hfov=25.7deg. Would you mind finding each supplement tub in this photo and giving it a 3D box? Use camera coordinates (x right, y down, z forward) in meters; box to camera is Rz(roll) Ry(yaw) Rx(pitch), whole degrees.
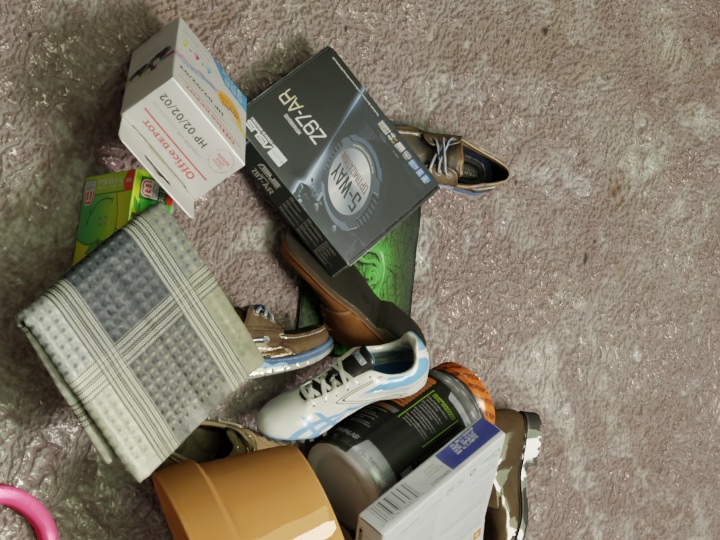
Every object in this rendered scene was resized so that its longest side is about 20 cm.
[{"bbox_3d":[0.049,0.189,1.733,0.199,0.122,0.123,-32,107,-34],"label":"supplement tub"}]

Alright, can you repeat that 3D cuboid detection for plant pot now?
[{"bbox_3d":[-0.101,0.260,1.537,0.139,0.200,0.202,-24,104,-15],"label":"plant pot"}]

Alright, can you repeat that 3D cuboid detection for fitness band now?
[{"bbox_3d":[-0.353,0.297,1.464,0.143,0.037,0.201,36,66,-31],"label":"fitness band"}]

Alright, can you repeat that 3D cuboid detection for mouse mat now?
[{"bbox_3d":[0.000,0.000,1.775,0.160,0.008,0.202,10,83,-38],"label":"mouse mat"}]

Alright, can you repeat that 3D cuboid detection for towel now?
[{"bbox_3d":[-0.202,0.067,1.473,0.193,0.034,0.201,-44,111,-34],"label":"towel"}]

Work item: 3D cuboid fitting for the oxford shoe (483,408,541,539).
[{"bbox_3d":[0.153,0.261,1.857,0.084,0.073,0.202,11,79,-21],"label":"oxford shoe"}]

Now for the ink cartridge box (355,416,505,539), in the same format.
[{"bbox_3d":[0.067,0.278,1.683,0.199,0.040,0.201,-34,145,-35],"label":"ink cartridge box"}]

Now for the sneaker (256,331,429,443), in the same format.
[{"bbox_3d":[-0.020,0.119,1.655,0.199,0.072,0.073,-22,130,-15],"label":"sneaker"}]

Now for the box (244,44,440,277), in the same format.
[{"bbox_3d":[-0.032,-0.118,1.693,0.160,0.043,0.200,-40,93,-32],"label":"box"}]

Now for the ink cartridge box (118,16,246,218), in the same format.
[{"bbox_3d":[-0.169,-0.150,1.534,0.115,0.068,0.200,50,17,-26],"label":"ink cartridge box"}]

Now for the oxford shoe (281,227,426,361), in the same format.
[{"bbox_3d":[-0.022,0.038,1.714,0.200,0.071,0.071,46,32,-12],"label":"oxford shoe"}]

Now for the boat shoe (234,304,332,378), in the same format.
[{"bbox_3d":[-0.114,0.073,1.631,0.199,0.072,0.073,-13,94,-38],"label":"boat shoe"}]

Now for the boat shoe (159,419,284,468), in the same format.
[{"bbox_3d":[-0.139,0.191,1.619,0.199,0.064,0.072,17,78,-36],"label":"boat shoe"}]

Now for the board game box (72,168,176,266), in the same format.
[{"bbox_3d":[-0.237,0.008,1.526,0.047,0.101,0.202,14,80,-37],"label":"board game box"}]

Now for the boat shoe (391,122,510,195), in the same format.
[{"bbox_3d":[0.088,-0.130,1.808,0.199,0.072,0.073,5,85,-38],"label":"boat shoe"}]

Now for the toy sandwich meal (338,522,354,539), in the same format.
[{"bbox_3d":[-0.077,0.349,1.659,0.204,0.070,0.207,2,87,-38],"label":"toy sandwich meal"}]
